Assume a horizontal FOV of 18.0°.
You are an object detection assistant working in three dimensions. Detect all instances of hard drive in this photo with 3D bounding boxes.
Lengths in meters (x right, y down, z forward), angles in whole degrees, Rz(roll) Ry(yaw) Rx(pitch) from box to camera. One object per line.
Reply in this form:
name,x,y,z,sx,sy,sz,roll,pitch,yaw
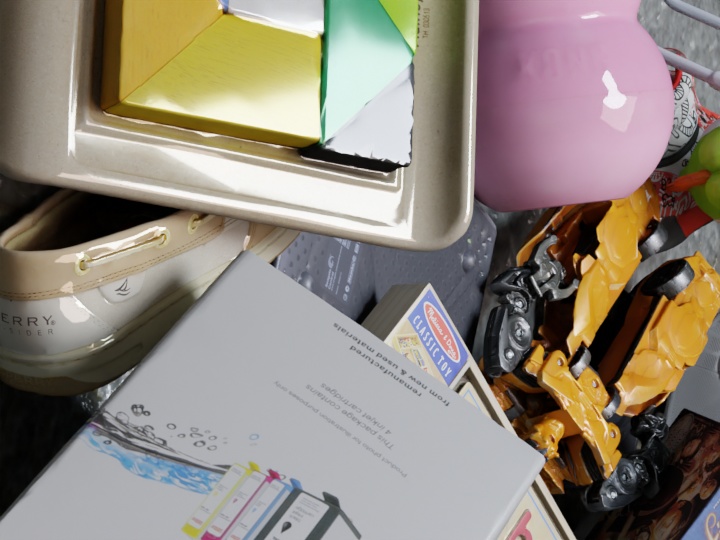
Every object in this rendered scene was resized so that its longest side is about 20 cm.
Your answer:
hard drive,0.000,0.000,1.075,0.200,0.042,0.136,37,61,-57

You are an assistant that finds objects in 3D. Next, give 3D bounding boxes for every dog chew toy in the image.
dog chew toy,0.092,-0.132,1.154,0.124,0.124,0.201,-8,93,-60

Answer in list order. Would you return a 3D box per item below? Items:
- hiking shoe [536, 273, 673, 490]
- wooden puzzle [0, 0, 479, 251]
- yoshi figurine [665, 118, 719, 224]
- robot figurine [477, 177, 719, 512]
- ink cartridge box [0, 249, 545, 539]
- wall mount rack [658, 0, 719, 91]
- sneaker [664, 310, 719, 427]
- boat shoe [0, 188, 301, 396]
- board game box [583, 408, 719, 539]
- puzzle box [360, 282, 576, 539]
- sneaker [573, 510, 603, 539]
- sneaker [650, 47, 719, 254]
hiking shoe,0.151,0.039,1.312,0.200,0.075,0.101,-47,135,-47
wooden puzzle,-0.040,-0.111,0.881,0.199,0.037,0.186,8,76,-27
yoshi figurine,0.247,-0.056,1.269,0.112,0.112,0.200,-49,166,15
robot figurine,0.124,0.035,1.202,0.145,0.058,0.200,53,46,-16
ink cartridge box,-0.055,0.128,0.835,0.200,0.144,0.148,-50,172,-46
wall mount rack,0.167,-0.168,1.278,0.200,0.074,0.174,-24,86,-58
sneaker,0.222,0.111,1.308,0.112,0.073,0.201,41,75,-44
boat shoe,-0.077,-0.029,0.905,0.200,0.073,0.070,-48,139,-47
board game box,0.138,0.167,1.180,0.200,0.035,0.135,-53,-172,-3
puzzle box,0.036,0.123,1.046,0.133,0.025,0.201,-52,123,-36
sneaker,0.195,0.187,1.363,0.200,0.105,0.076,17,100,-60
sneaker,0.198,-0.088,1.392,0.201,0.067,0.109,-30,121,-53
